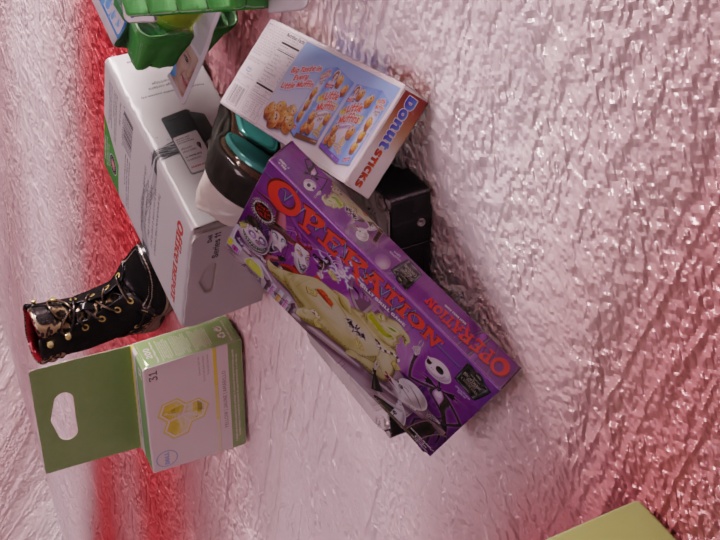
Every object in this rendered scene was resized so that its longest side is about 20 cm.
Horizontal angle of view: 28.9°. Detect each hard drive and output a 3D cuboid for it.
[{"bbox_3d":[0.000,0.000,0.982,0.140,0.038,0.201,48,148,46],"label":"hard drive"}]

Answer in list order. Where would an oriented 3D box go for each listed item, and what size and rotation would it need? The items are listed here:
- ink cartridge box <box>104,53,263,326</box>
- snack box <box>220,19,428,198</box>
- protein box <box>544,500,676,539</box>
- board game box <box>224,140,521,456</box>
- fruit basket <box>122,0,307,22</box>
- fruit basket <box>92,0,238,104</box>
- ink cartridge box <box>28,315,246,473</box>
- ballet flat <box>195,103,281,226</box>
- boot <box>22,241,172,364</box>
[{"bbox_3d":[-0.152,-0.075,1.218,0.201,0.082,0.147,61,155,27],"label":"ink cartridge box"},{"bbox_3d":[-0.030,-0.113,0.930,0.072,0.024,0.200,-57,35,3],"label":"snack box"},{"bbox_3d":[0.112,0.257,0.696,0.199,0.199,0.136,47,147,46],"label":"protein box"},{"bbox_3d":[0.002,0.022,0.896,0.200,0.032,0.120,45,143,6],"label":"board game box"},{"bbox_3d":[-0.100,-0.268,0.917,0.184,0.093,0.202,4,96,40],"label":"fruit basket"},{"bbox_3d":[-0.151,-0.258,1.072,0.186,0.093,0.200,63,153,22],"label":"fruit basket"},{"bbox_3d":[-0.213,0.135,1.362,0.048,0.199,0.146,52,150,44],"label":"ink cartridge box"},{"bbox_3d":[-0.086,-0.072,1.024,0.069,0.068,0.200,-56,14,14],"label":"ballet flat"},{"bbox_3d":[-0.287,0.037,1.527,0.074,0.150,0.200,67,157,12],"label":"boot"}]
